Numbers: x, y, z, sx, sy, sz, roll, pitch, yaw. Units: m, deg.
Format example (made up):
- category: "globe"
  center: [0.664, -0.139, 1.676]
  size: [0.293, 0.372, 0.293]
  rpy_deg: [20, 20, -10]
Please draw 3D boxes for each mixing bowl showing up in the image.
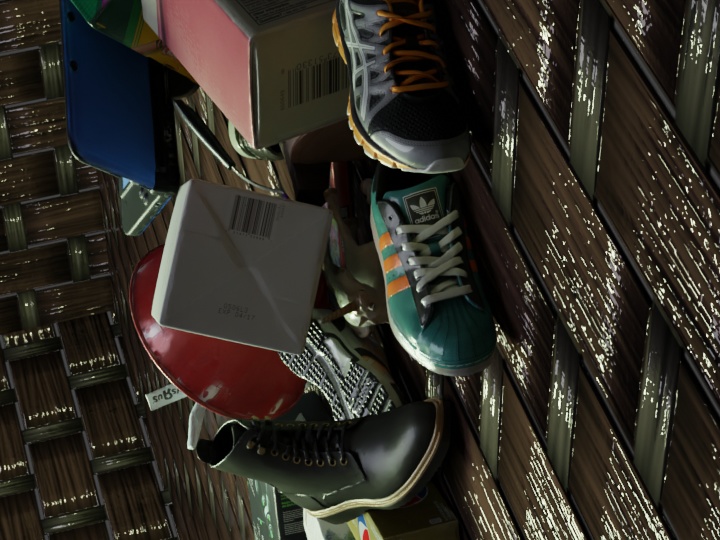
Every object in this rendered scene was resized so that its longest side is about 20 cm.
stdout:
- category: "mixing bowl"
  center: [-0.101, 0.027, 1.860]
  size: [0.108, 0.199, 0.202]
  rpy_deg: [-43, 53, 37]

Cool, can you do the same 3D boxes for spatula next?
- category: "spatula"
  center: [-0.103, -0.089, 1.863]
  size: [0.200, 0.021, 0.057]
  rpy_deg: [43, 179, 4]

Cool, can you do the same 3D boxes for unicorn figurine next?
- category: "unicorn figurine"
  center: [0.000, 0.000, 1.679]
  size: [0.200, 0.073, 0.139]
  rpy_deg: [64, -172, -69]

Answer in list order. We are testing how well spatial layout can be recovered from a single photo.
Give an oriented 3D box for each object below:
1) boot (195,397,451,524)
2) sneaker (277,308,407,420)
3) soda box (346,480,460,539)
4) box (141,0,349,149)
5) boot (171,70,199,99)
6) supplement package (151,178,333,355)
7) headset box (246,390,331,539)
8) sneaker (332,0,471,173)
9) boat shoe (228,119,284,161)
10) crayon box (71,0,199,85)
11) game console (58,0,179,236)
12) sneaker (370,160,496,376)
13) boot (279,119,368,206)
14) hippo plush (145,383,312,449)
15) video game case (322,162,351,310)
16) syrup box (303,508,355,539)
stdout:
- category: "boot"
  center: [-0.031, 0.142, 1.619]
  size: [0.200, 0.137, 0.078]
  rpy_deg: [-39, 36, 45]
- category: "sneaker"
  center: [0.007, 0.098, 1.750]
  size: [0.200, 0.080, 0.074]
  rpy_deg: [53, 124, 33]
- category: "soda box"
  center: [0.026, 0.203, 1.727]
  size: [0.200, 0.067, 0.065]
  rpy_deg: [-128, 27, -65]
- category: "box"
  center: [-0.075, -0.205, 1.558]
  size: [0.200, 0.127, 0.110]
  rpy_deg: [49, 151, 40]
- category: "boot"
  center: [-0.130, -0.178, 1.910]
  size: [0.201, 0.064, 0.188]
  rpy_deg: [71, -154, -51]
- category: "supplement package"
  center: [-0.102, -0.004, 1.668]
  size: [0.200, 0.120, 0.121]
  rpy_deg: [-176, 98, -82]
- category: "headset box"
  center: [-0.060, 0.247, 2.117]
  size: [0.174, 0.092, 0.202]
  rpy_deg: [-125, 26, -62]
- category: "sneaker"
  center: [0.026, -0.145, 1.376]
  size: [0.078, 0.077, 0.201]
  rpy_deg: [104, 152, -45]
- category: "boat shoe"
  center: [-0.079, -0.200, 1.816]
  size: [0.060, 0.071, 0.204]
  rpy_deg: [15, 107, 58]
- category: "crayon box"
  center: [-0.138, -0.230, 1.695]
  size: [0.199, 0.119, 0.058]
  rpy_deg: [25, -160, -50]
- category: "game console"
  center: [-0.226, -0.152, 1.746]
  size: [0.171, 0.117, 0.202]
  rpy_deg: [139, 130, -58]
- category: "sneaker"
  center: [0.045, -0.015, 1.418]
  size: [0.080, 0.071, 0.201]
  rpy_deg: [84, 169, -45]
- category: "boot"
  center: [-0.033, -0.151, 1.684]
  size: [0.200, 0.069, 0.148]
  rpy_deg: [125, 144, -58]
- category: "hippo plush"
  center: [-0.135, 0.046, 2.088]
  size: [0.159, 0.199, 0.162]
  rpy_deg: [41, 139, 34]
- category: "video game case"
  center: [-0.033, -0.061, 1.868]
  size: [0.143, 0.017, 0.202]
  rpy_deg: [-120, 21, -55]
- category: "syrup box"
  center: [0.010, 0.286, 1.861]
  size: [0.082, 0.078, 0.201]
  rpy_deg: [93, 161, -52]
